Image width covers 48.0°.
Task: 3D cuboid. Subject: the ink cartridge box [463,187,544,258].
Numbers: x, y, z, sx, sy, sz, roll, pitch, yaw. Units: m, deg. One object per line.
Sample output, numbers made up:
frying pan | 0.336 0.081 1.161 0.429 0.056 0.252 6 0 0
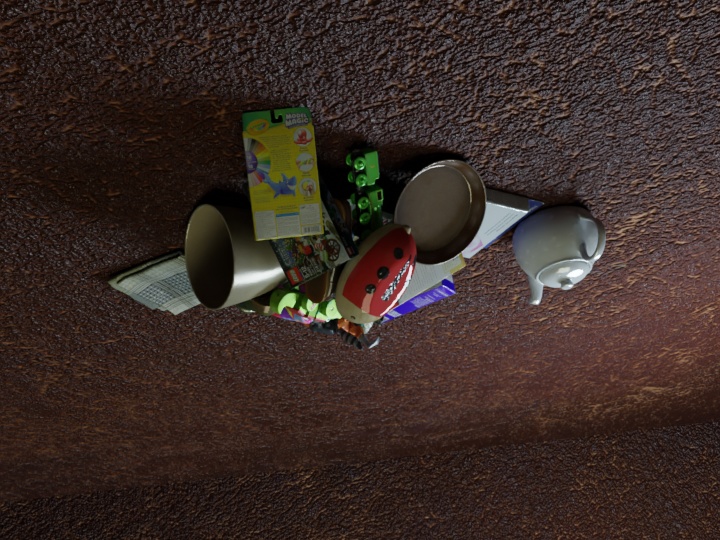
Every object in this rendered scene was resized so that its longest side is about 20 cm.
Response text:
ink cartridge box | 0.242 -0.091 1.641 0.198 0.044 0.196 10 148 -29

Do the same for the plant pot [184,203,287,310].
plant pot | -0.196 -0.031 1.504 0.198 0.190 0.187 -6 158 -39

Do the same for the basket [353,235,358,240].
basket | 0.000 0.000 1.601 0.198 0.176 0.141 -15 121 -27

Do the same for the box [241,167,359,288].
box | -0.104 -0.087 1.381 0.136 0.202 0.038 -26 -179 31

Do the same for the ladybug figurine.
ladybug figurine | 0.035 0.011 1.411 0.135 0.072 0.202 16 109 -44

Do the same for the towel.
towel | -0.396 0.032 1.701 0.198 0.035 0.192 -19 152 21

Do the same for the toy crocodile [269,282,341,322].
toy crocodile | -0.100 0.068 1.553 0.067 0.063 0.199 19 177 30

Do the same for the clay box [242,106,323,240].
clay box | -0.124 -0.155 1.297 0.113 0.203 0.048 -6 -168 -4

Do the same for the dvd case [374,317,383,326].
dvd case | -0.039 0.048 1.659 0.198 0.016 0.149 31 -173 0

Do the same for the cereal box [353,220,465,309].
cereal box | 0.094 -0.031 1.525 0.198 0.146 0.039 -28 -164 -24

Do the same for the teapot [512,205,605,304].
teapot | 0.419 -0.033 1.690 0.195 0.148 0.200 -17 151 16

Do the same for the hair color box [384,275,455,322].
hair color box | 0.099 0.027 1.753 0.198 0.111 0.065 -25 149 29

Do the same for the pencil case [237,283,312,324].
pencil case | -0.173 0.057 1.684 0.198 0.090 0.088 9 165 33

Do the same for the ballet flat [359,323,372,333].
ballet flat | 0.013 0.086 1.914 0.071 0.073 0.201 -5 155 -7

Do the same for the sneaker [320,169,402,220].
sneaker | -0.010 -0.126 1.478 0.197 0.071 0.093 9 157 -27

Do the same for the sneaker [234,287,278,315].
sneaker | -0.211 0.051 1.599 0.066 0.200 0.091 -12 125 -27

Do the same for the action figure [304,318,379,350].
action figure | -0.067 0.106 1.846 0.191 0.106 0.200 12 157 26

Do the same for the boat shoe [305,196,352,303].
boat shoe | -0.049 -0.040 1.432 0.070 0.070 0.202 -19 133 -47

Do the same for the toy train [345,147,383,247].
toy train | 0.013 -0.117 1.406 0.056 0.042 0.203 -19 119 -24

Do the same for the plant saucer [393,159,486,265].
plant saucer | 0.139 -0.109 1.475 0.198 0.034 0.203 -12 118 -25
